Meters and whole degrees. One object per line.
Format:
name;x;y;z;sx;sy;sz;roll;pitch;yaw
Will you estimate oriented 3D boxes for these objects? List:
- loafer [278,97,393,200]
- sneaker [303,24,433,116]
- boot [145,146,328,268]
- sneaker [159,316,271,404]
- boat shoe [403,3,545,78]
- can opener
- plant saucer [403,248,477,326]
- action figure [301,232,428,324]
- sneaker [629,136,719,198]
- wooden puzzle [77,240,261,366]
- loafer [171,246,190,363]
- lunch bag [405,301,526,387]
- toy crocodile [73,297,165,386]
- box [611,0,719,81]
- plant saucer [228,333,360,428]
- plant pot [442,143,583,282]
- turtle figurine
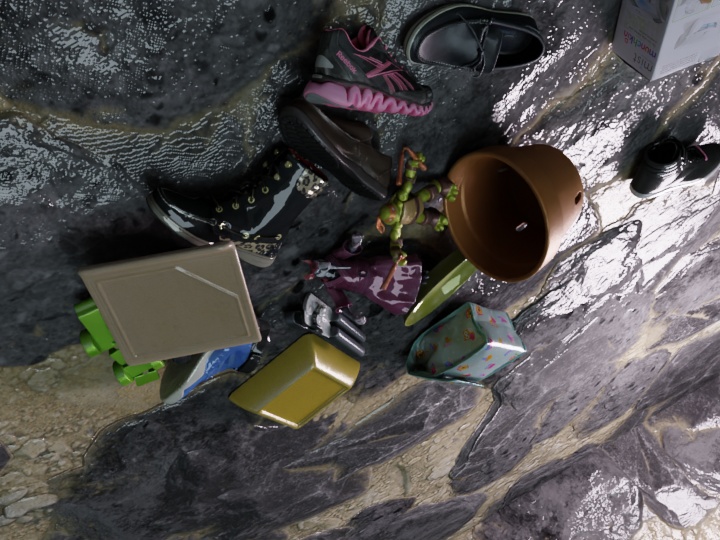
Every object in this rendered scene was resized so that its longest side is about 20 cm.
loafer;-0.026;-0.162;0.808;0.199;0.072;0.072;34;76;-50
sneaker;0.021;-0.234;0.749;0.198;0.078;0.097;-7;105;-47
boot;-0.145;-0.096;0.788;0.154;0.074;0.202;-48;140;14
sneaker;-0.219;0.144;0.996;0.111;0.077;0.201;30;106;-40
boat shoe;0.145;-0.281;0.786;0.197;0.063;0.075;-10;140;-24
can opener;-0.053;0.097;1.095;0.065;0.054;0.200;-8;152;30
plant saucer;0.142;0.018;1.102;0.199;0.031;0.201;-38;164;-13
action figure;0.000;0.000;0.999;0.196;0.149;0.136;11;102;-19
sneaker;0.600;-0.208;1.182;0.197;0.071;0.100;-23;148;-5
wooden puzzle;-0.231;0.042;0.807;0.181;0.038;0.202;-10;138;-4
loafer;-0.233;0.054;0.891;0.069;0.069;0.203;-1;131;-23
lunch bag;0.207;0.168;1.294;0.199;0.123;0.169;-41;145;26
toy crocodile;-0.332;0.101;0.890;0.067;0.062;0.201;-27;138;-5
box;0.466;-0.384;0.866;0.197;0.097;0.178;-25;144;-10
plant saucer;-0.110;0.222;1.189;0.199;0.049;0.200;-39;144;9
plant pot;0.241;-0.104;0.965;0.139;0.200;0.202;-29;147;-30
turtle figurine;0.071;-0.081;0.927;0.160;0.064;0.204;-15;116;-50
